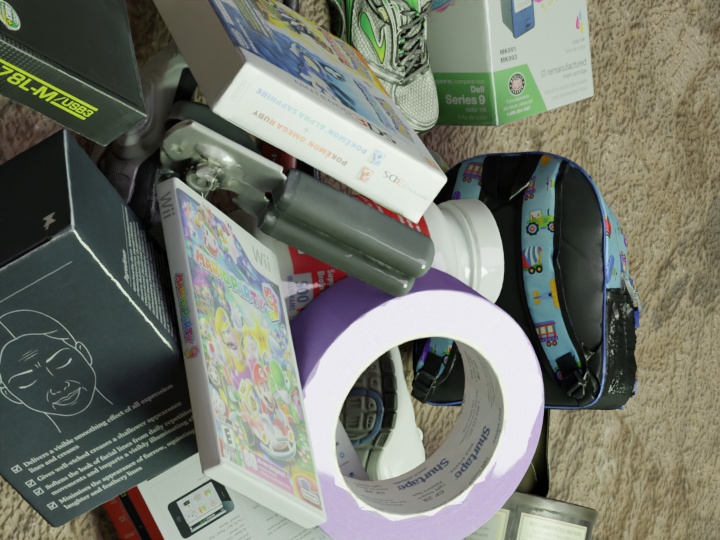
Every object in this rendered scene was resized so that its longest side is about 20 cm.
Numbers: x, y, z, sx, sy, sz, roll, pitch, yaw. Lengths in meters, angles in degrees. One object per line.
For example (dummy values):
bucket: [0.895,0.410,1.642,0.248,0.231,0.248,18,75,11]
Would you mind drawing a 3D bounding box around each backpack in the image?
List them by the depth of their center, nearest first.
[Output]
backpack: [0.135,0.010,1.552,0.134,0.181,0.202,7,83,-60]

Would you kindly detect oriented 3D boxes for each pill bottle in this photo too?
pill bottle: [0.000,0.000,1.438,0.198,0.112,0.114,-8,101,-22]

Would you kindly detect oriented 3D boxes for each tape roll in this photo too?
tape roll: [0.030,0.100,1.384,0.198,0.066,0.202,-8,111,-23]

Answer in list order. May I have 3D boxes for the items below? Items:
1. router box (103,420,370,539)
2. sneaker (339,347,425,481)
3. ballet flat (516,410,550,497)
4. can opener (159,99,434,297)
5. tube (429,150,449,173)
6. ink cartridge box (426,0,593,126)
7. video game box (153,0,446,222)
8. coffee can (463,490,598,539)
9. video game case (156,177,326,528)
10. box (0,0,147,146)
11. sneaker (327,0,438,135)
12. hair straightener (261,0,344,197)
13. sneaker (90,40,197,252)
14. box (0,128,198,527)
router box: [-0.081,0.172,1.410,0.199,0.049,0.181,-26,89,-45]
sneaker: [0.015,0.138,1.570,0.087,0.074,0.202,-32,125,-56]
ballet flat: [0.151,0.150,1.735,0.067,0.046,0.202,-4,97,-48]
can opener: [-0.041,-0.055,1.297,0.199,0.053,0.067,26,49,-14]
tube: [0.087,-0.021,1.646,0.058,0.052,0.200,-33,134,6]
ink cartridge box: [0.116,-0.231,1.622,0.145,0.087,0.202,-19,106,-46]
video game box: [-0.047,-0.132,1.339,0.181,0.200,0.047,30,108,-35]
coffee can: [0.109,0.285,1.625,0.146,0.145,0.202,20,79,-48]
video game case: [-0.076,0.054,1.248,0.143,0.018,0.202,39,34,-57]
box: [-0.223,-0.196,1.185,0.192,0.047,0.201,25,42,-46]
sneaker: [0.022,-0.193,1.517,0.078,0.085,0.201,-44,126,-37]
hair straightener: [-0.043,-0.133,1.490,0.077,0.041,0.202,-3,92,-50]
sneaker: [-0.132,-0.050,1.337,0.113,0.075,0.202,28,77,-25]
box: [-0.190,0.040,1.223,0.200,0.148,0.108,55,13,-38]
